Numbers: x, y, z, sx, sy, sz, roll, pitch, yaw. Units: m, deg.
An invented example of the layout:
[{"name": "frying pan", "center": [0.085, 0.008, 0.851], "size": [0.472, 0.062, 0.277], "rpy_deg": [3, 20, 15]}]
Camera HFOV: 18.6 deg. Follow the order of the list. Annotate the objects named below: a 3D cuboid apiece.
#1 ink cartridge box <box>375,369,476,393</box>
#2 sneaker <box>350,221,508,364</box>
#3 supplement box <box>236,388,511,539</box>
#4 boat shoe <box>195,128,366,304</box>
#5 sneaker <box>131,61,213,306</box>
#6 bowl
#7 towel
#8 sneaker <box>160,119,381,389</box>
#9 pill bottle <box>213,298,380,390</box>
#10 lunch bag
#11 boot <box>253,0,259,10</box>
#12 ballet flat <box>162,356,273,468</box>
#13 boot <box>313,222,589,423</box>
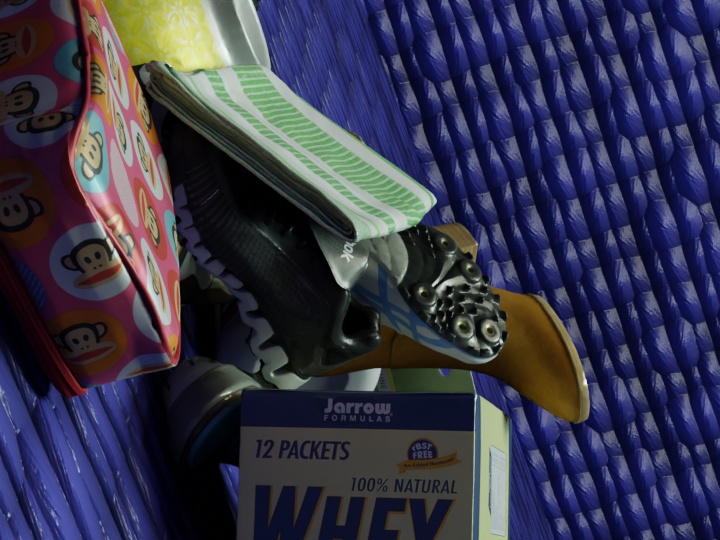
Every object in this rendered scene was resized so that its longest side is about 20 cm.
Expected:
[{"name": "ink cartridge box", "center": [0.009, 0.082, 1.612], "size": [0.200, 0.048, 0.146], "rpy_deg": [127, -44, -52]}, {"name": "sneaker", "center": [0.000, 0.000, 1.345], "size": [0.072, 0.199, 0.073], "rpy_deg": [-51, 168, -43]}, {"name": "supplement box", "center": [0.012, 0.174, 1.284], "size": [0.200, 0.133, 0.201], "rpy_deg": [40, 51, -77]}, {"name": "boat shoe", "center": [-0.055, -0.055, 1.463], "size": [0.200, 0.071, 0.077], "rpy_deg": [-45, 140, -47]}, {"name": "sneaker", "center": [-0.117, -0.046, 1.303], "size": [0.200, 0.080, 0.074], "rpy_deg": [65, 8, -54]}, {"name": "bowl", "center": [-0.120, -0.143, 1.402], "size": [0.200, 0.107, 0.201], "rpy_deg": [-18, 90, -82]}, {"name": "towel", "center": [-0.035, -0.071, 1.263], "size": [0.152, 0.023, 0.200], "rpy_deg": [38, 11, 9]}, {"name": "sneaker", "center": [-0.044, -0.015, 1.262], "size": [0.067, 0.090, 0.201], "rpy_deg": [-84, 154, -49]}, {"name": "pill bottle", "center": [-0.047, 0.013, 1.533], "size": [0.200, 0.112, 0.113], "rpy_deg": [-97, 167, -55]}, {"name": "lunch bag", "center": [-0.139, -0.039, 1.109], "size": [0.200, 0.082, 0.177], "rpy_deg": [-100, 169, -51]}, {"name": "boot", "center": [-0.132, -0.241, 1.664], "size": [0.200, 0.076, 0.169], "rpy_deg": [-105, 171, -72]}, {"name": "ballet flat", "center": [-0.089, 0.082, 1.321], "size": [0.064, 0.067, 0.200], "rpy_deg": [45, 1, 13]}, {"name": "boot", "center": [0.038, 0.047, 1.378], "size": [0.201, 0.143, 0.071], "rpy_deg": [50, -31, 43]}]
